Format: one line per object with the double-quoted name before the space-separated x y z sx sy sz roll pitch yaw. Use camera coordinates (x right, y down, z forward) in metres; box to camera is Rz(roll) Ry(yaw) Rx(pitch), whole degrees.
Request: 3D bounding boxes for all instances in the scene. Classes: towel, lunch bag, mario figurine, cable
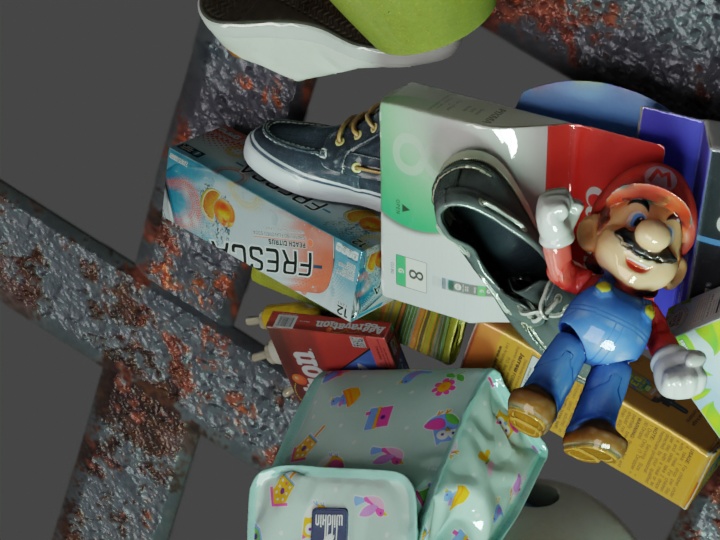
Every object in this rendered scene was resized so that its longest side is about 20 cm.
"towel" 0.000 0.000 1.800 0.200 0.018 0.086 22 105 32
"lunch bag" 0.016 0.172 1.726 0.170 0.200 0.122 -2 135 39
"mario figurine" 0.166 0.018 1.531 0.106 0.200 0.123 5 157 44
"cable" -0.002 0.045 1.838 0.200 0.050 0.097 -28 92 42

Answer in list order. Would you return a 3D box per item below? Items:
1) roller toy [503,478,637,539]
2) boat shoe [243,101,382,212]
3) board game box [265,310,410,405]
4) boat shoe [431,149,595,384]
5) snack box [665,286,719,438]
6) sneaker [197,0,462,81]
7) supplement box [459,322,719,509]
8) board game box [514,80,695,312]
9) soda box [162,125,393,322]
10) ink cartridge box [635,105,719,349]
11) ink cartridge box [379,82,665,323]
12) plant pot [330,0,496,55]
"roller toy" 0.134 0.261 1.817 0.200 0.140 0.182 39 132 23
"boat shoe" 0.010 -0.097 1.741 0.200 0.071 0.091 17 124 17
"board game box" 0.002 0.109 1.848 0.103 0.019 0.200 6 139 27
"boat shoe" 0.114 0.011 1.613 0.073 0.062 0.200 -28 110 27
"snack box" 0.312 0.088 1.591 0.142 0.053 0.200 -24 113 33
"sneaker" -0.014 -0.176 1.721 0.200 0.073 0.085 10 156 20
"supplement box" 0.176 0.092 1.738 0.200 0.067 0.069 29 129 17
"board game box" 0.168 -0.051 1.669 0.158 0.039 0.200 28 125 7
"soda box" -0.056 -0.037 1.780 0.200 0.068 0.064 28 125 31
"ink cartridge box" 0.271 -0.002 1.606 0.200 0.043 0.198 12 124 12
"ink cartridge box" 0.108 -0.033 1.642 0.200 0.050 0.161 18 125 28
"plant pot" 0.016 -0.253 1.584 0.187 0.187 0.200 0 129 34
